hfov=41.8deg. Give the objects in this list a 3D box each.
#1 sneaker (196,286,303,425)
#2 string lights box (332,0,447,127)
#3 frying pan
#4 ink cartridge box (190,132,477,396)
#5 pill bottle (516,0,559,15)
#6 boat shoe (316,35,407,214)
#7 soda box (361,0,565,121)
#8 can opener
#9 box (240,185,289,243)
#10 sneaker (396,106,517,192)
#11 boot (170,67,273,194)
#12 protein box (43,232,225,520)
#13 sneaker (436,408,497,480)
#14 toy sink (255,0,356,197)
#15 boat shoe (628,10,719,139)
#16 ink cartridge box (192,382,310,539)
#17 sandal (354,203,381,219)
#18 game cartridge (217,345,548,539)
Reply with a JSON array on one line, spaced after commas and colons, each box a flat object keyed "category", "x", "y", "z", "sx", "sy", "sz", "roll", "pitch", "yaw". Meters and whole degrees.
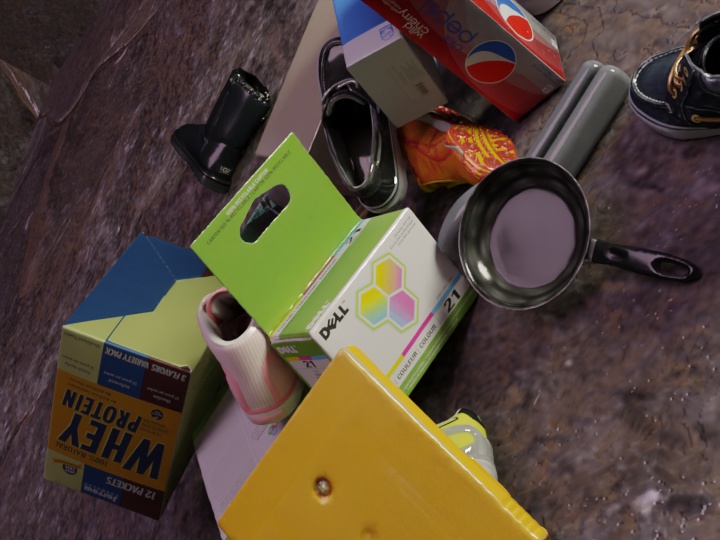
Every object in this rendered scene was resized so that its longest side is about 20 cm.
[{"category": "sneaker", "x": -0.092, "y": 0.033, "z": 0.849, "sx": 0.074, "sy": 0.106, "sz": 0.202, "roll": -20, "pitch": 32, "yaw": 13}, {"category": "string lights box", "x": 0.019, "y": -0.248, "z": 0.886, "sx": 0.058, "sy": 0.103, "sz": 0.203, "roll": -24, "pitch": 56, "yaw": 19}, {"category": "frying pan", "x": 0.154, "y": -0.034, "z": 0.694, "sx": 0.188, "sy": 0.031, "sz": 0.117, "roll": -12, "pitch": 75, "yaw": 37}, {"category": "ink cartridge box", "x": -0.018, "y": 0.003, "z": 0.771, "sx": 0.075, "sy": 0.201, "sz": 0.148, "roll": -8, "pitch": 37, "yaw": 55}, {"category": "pill bottle", "x": 0.111, "y": -0.327, "z": 0.868, "sx": 0.112, "sy": 0.198, "sz": 0.114, "roll": -38, "pitch": 36, "yaw": 35}, {"category": "boat shoe", "x": -0.004, "y": -0.154, "z": 0.907, "sx": 0.071, "sy": 0.071, "sz": 0.203, "roll": -27, "pitch": 63, "yaw": 17}, {"category": "soda box", "x": 0.088, "y": -0.218, "z": 0.815, "sx": 0.063, "sy": 0.198, "sz": 0.071, "roll": -36, "pitch": 37, "yaw": 35}, {"category": "can opener", "x": 0.142, "y": -0.083, "z": 0.763, "sx": 0.201, "sy": 0.066, "sz": 0.053, "roll": -54, "pitch": 28, "yaw": 7}, {"category": "box", "x": -0.146, "y": -0.015, "z": 1.154, "sx": 0.202, "sy": 0.036, "sz": 0.145, "roll": -57, "pitch": 5, "yaw": 13}, {"category": "sneaker", "x": 0.088, "y": -0.103, "z": 0.880, "sx": 0.200, "sy": 0.072, "sz": 0.079, "roll": -130, "pitch": 48, "yaw": -63}, {"category": "boot", "x": -0.210, "y": -0.231, "z": 1.445, "sx": 0.170, "sy": 0.076, "sz": 0.200, "roll": -59, "pitch": 35, "yaw": 14}, {"category": "protein box", "x": -0.226, "y": 0.108, "z": 1.008, "sx": 0.199, "sy": 0.133, "sz": 0.203, "roll": -69, "pitch": -3, "yaw": -59}, {"category": "sneaker", "x": 0.017, "y": 0.166, "z": 0.734, "sx": 0.197, "sy": 0.076, "sz": 0.077, "roll": -17, "pitch": 38, "yaw": 23}, {"category": "toy sink", "x": -0.011, "y": -0.194, "z": 1.052, "sx": 0.130, "sy": 0.111, "sz": 0.203, "roll": 16, "pitch": 84, "yaw": 57}, {"category": "boat shoe", "x": 0.232, "y": -0.134, "z": 0.622, "sx": 0.072, "sy": 0.090, "sz": 0.200, "roll": -62, "pitch": 28, "yaw": 0}, {"category": "ink cartridge box", "x": -0.076, "y": 0.171, "z": 0.882, "sx": 0.149, "sy": 0.075, "sz": 0.200, "roll": -56, "pitch": 31, "yaw": 13}, {"category": "sandal", "x": 0.000, "y": 0.000, "z": 0.904, "sx": 0.201, "sy": 0.053, "sz": 0.081, "roll": -65, "pitch": -6, "yaw": -62}, {"category": "game cartridge", "x": 0.012, "y": 0.185, "z": 0.667, "sx": 0.200, "sy": 0.032, "sz": 0.177, "roll": 42, "pitch": 107, "yaw": 18}]
